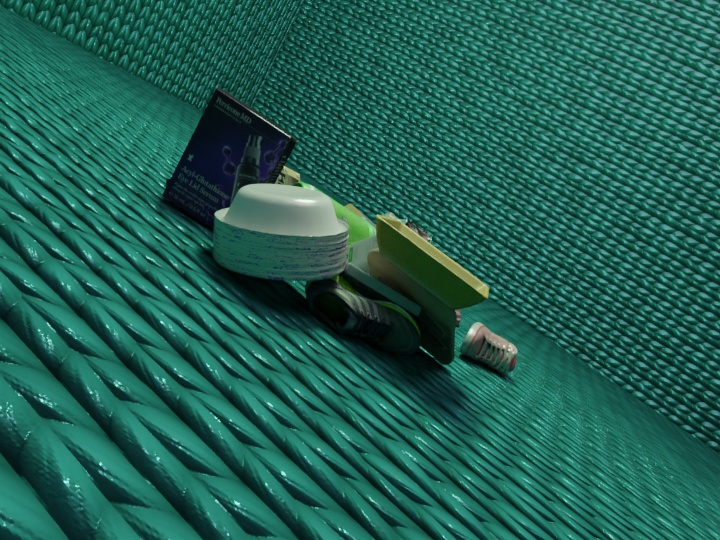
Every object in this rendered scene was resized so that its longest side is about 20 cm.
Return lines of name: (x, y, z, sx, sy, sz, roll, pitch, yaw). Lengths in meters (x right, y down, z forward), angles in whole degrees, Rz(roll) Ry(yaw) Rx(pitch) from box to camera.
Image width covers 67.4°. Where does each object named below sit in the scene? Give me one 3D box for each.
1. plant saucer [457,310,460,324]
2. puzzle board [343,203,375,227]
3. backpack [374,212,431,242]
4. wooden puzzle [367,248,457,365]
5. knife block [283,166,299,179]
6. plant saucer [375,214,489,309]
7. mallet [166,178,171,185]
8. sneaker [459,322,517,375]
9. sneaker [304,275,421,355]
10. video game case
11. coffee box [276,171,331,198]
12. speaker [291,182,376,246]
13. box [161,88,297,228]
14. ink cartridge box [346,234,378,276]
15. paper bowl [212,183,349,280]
plant saucer: (0.199, 0.074, 1.494, 0.197, 0.052, 0.201, 32, 8, -5)
puzzle board: (-0.058, -0.109, 1.378, 0.200, 0.147, 0.018, 48, -20, 60)
backpack: (0.083, -0.050, 1.361, 0.151, 0.178, 0.200, 35, 5, 5)
wooden puzzle: (0.096, 0.059, 0.922, 0.184, 0.046, 0.202, 39, -19, 24)
knife block: (-0.241, -0.197, 1.455, 0.172, 0.207, 0.063, -19, -23, 35)
plant saucer: (0.109, -0.006, 0.852, 0.198, 0.049, 0.200, 37, 10, 10)
mallet: (-0.342, -0.184, 1.085, 0.065, 0.042, 0.200, 34, 13, 8)
sneaker: (0.289, 0.174, 1.179, 0.103, 0.077, 0.199, 30, 3, 29)
sneaker: (0.000, 0.075, 0.798, 0.195, 0.076, 0.081, 26, 19, -1)
video game case: (0.003, 0.034, 0.908, 0.141, 0.018, 0.199, 31, -13, -17)
coffee box: (-0.167, -0.144, 1.161, 0.112, 0.083, 0.197, -7, -19, 39)
speaker: (-0.054, -0.084, 1.017, 0.197, 0.090, 0.088, 29, 8, -35)
box: (-0.218, -0.176, 0.918, 0.145, 0.204, 0.104, 29, 9, -6)
ink cartridge box: (0.000, 0.000, 1.010, 0.196, 0.052, 0.108, -20, -34, 39)
paper bowl: (-0.112, -0.062, 0.779, 0.193, 0.108, 0.201, 7, 16, -2)
